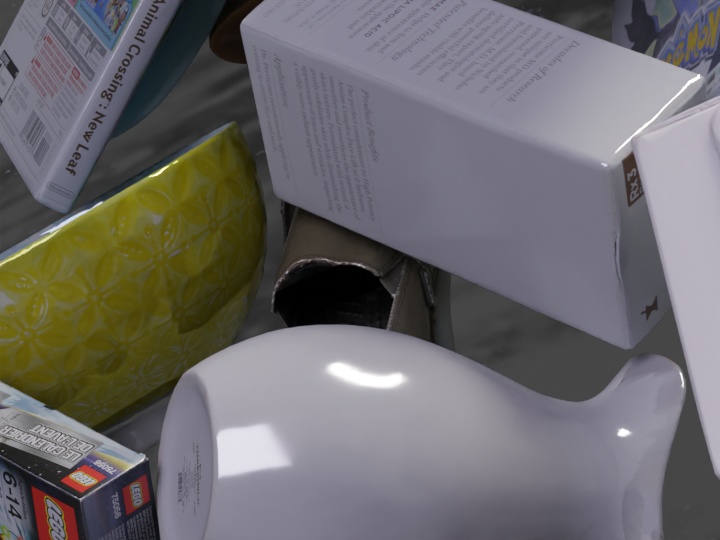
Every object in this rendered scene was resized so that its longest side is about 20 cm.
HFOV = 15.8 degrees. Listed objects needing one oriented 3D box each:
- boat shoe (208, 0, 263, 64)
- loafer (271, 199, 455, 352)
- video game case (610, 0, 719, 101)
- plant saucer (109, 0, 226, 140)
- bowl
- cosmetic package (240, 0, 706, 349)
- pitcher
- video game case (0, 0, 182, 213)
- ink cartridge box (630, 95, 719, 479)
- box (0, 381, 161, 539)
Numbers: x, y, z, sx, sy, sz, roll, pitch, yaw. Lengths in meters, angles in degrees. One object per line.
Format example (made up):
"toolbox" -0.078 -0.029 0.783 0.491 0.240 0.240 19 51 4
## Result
"boat shoe" 0.004 -0.171 1.251 0.200 0.070 0.070 -21 56 22
"loafer" 0.000 0.000 1.159 0.075 0.070 0.200 -26 53 19
"video game case" 0.152 -0.135 1.086 0.200 0.022 0.183 129 151 -60
"plant saucer" -0.101 -0.146 1.287 0.200 0.027 0.200 -46 30 36
"bowl" -0.115 0.026 1.182 0.200 0.200 0.108 -29 96 17
"cosmetic package" 0.049 -0.055 1.088 0.200 0.102 0.074 24 51 33
"pitcher" 0.027 0.108 1.012 0.121 0.200 0.172 132 138 -60
"video game case" -0.126 -0.136 1.271 0.182 0.022 0.200 -61 22 8
"ink cartridge box" 0.211 0.026 0.922 0.145 0.200 0.147 -25 54 20
"box" -0.134 0.145 1.095 0.137 0.200 0.040 22 40 39
